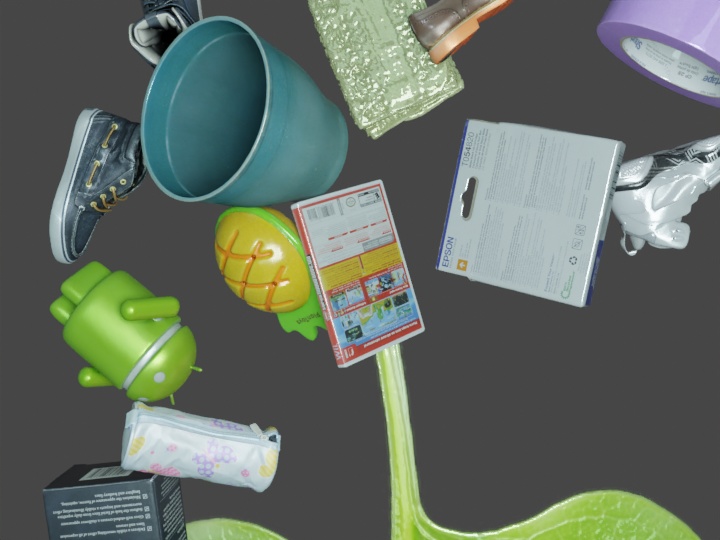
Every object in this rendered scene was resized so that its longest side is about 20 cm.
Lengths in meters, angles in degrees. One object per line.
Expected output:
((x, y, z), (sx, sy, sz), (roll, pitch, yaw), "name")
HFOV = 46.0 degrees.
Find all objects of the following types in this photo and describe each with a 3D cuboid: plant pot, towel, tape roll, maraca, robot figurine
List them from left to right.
((-0.292, 0.082, 1.073), (0.200, 0.116, 0.176), (41, 124, -1), "robot figurine")
((-0.119, -0.164, 0.986), (0.198, 0.187, 0.204), (-6, 80, 35), "plant pot")
((-0.104, 0.004, 1.056), (0.136, 0.107, 0.201), (-23, 109, 47), "maraca")
((0.027, -0.282, 1.058), (0.147, 0.036, 0.202), (-25, 93, 7), "towel")
((0.368, -0.255, 0.949), (0.198, 0.200, 0.066), (29, 95, 2), "tape roll")

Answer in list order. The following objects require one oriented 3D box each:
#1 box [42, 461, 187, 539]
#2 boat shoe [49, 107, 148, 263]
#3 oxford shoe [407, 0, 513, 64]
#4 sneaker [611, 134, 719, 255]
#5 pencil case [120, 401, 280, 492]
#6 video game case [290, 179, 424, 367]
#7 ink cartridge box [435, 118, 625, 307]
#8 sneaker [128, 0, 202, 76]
((-0.309, 0.358, 1.103), (0.146, 0.107, 0.204), (-6, 94, 5), "box")
((-0.330, -0.100, 1.083), (0.089, 0.071, 0.204), (14, 94, 7), "boat shoe")
((0.143, -0.337, 1.012), (0.200, 0.071, 0.073), (-42, 93, -11), "oxford shoe")
((0.395, -0.093, 1.026), (0.197, 0.075, 0.117), (-16, 94, 11), "sneaker")
((-0.199, 0.221, 1.063), (0.197, 0.091, 0.084), (13, 58, -16), "pencil case")
((0.000, 0.000, 1.045), (0.017, 0.142, 0.203), (-13, 95, 50), "video game case")
((0.205, -0.074, 1.043), (0.198, 0.040, 0.203), (15, 97, 29), "ink cartridge box")
((-0.240, -0.322, 1.022), (0.076, 0.146, 0.205), (-22, 91, 8), "sneaker")
